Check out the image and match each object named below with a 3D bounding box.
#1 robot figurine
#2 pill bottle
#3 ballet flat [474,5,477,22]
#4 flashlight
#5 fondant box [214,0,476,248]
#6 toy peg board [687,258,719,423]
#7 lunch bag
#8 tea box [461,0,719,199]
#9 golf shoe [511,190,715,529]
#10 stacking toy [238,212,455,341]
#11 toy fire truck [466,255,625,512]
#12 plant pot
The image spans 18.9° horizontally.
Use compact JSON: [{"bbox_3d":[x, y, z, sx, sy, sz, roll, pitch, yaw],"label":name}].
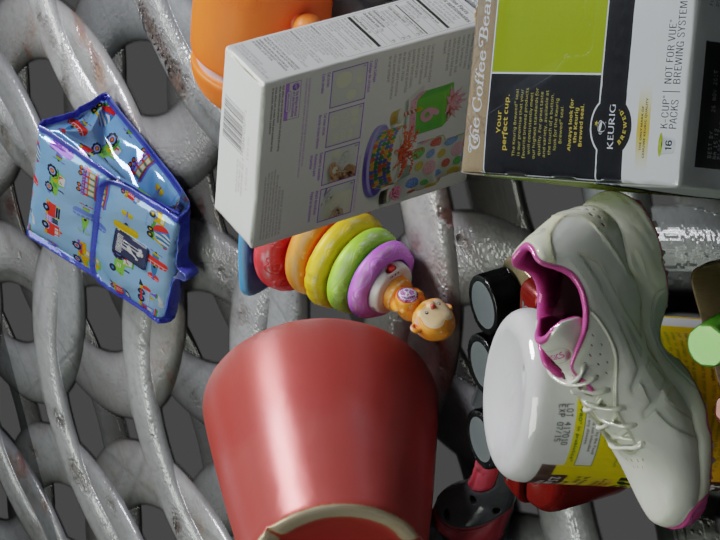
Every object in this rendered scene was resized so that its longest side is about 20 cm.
[{"bbox_3d":[-0.080,-0.208,1.752,0.143,0.117,0.201,18,128,13],"label":"robot figurine"},{"bbox_3d":[0.185,0.083,1.366,0.109,0.199,0.110,-176,90,-76],"label":"pill bottle"},{"bbox_3d":[0.154,-0.136,1.465,0.200,0.070,0.065,43,167,44],"label":"ballet flat"},{"bbox_3d":[0.098,0.150,1.698,0.068,0.067,0.201,52,146,36],"label":"flashlight"},{"bbox_3d":[-0.006,-0.113,1.592,0.058,0.199,0.145,46,142,39],"label":"fondant box"},{"bbox_3d":[0.288,0.082,1.228,0.199,0.098,0.200,-14,94,34],"label":"toy peg board"},{"bbox_3d":[-0.230,-0.051,2.141,0.200,0.094,0.151,39,138,25],"label":"lunch bag"},{"bbox_3d":[0.175,-0.146,1.274,0.196,0.133,0.202,9,94,53],"label":"tea box"},{"bbox_3d":[0.142,0.059,1.253,0.075,0.091,0.201,-16,91,57],"label":"golf shoe"},{"bbox_3d":[0.000,0.000,1.764,0.200,0.116,0.110,35,138,31],"label":"stacking toy"},{"bbox_3d":[0.175,0.095,1.508,0.200,0.128,0.177,-132,36,-52],"label":"toy fire truck"},{"bbox_3d":[-0.025,0.168,1.727,0.178,0.199,0.201,-98,14,-48],"label":"plant pot"}]
